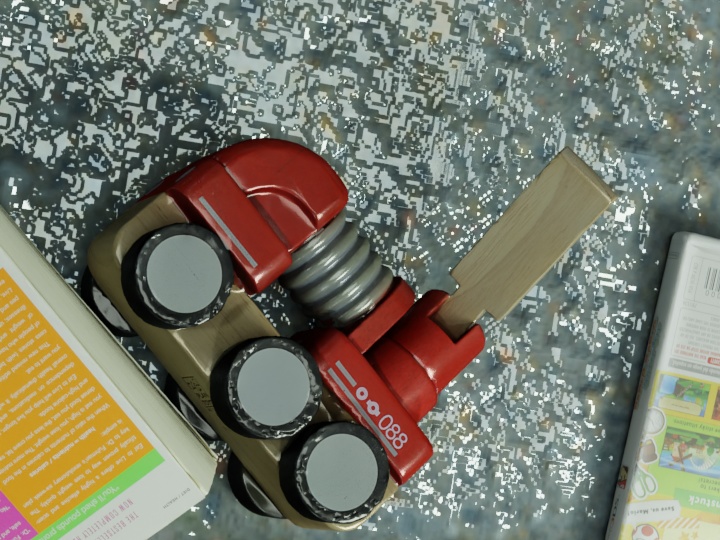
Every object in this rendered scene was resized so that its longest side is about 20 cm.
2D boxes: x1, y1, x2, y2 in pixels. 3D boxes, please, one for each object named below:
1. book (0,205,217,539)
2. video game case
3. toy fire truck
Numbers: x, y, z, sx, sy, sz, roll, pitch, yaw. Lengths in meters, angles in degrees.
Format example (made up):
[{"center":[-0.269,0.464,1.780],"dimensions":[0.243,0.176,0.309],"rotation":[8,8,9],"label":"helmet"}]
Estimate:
[{"center":[-0.179,0.056,0.918],"dimensions":[0.134,0.048,0.200],"rotation":[-36,101,12],"label":"book"},{"center":[0.234,0.090,1.049],"dimensions":[0.200,0.023,0.182],"rotation":[13,89,-15],"label":"video game case"},{"center":[0.000,0.000,0.946],"dimensions":[0.200,0.129,0.176],"rotation":[-42,100,-21],"label":"toy fire truck"}]
